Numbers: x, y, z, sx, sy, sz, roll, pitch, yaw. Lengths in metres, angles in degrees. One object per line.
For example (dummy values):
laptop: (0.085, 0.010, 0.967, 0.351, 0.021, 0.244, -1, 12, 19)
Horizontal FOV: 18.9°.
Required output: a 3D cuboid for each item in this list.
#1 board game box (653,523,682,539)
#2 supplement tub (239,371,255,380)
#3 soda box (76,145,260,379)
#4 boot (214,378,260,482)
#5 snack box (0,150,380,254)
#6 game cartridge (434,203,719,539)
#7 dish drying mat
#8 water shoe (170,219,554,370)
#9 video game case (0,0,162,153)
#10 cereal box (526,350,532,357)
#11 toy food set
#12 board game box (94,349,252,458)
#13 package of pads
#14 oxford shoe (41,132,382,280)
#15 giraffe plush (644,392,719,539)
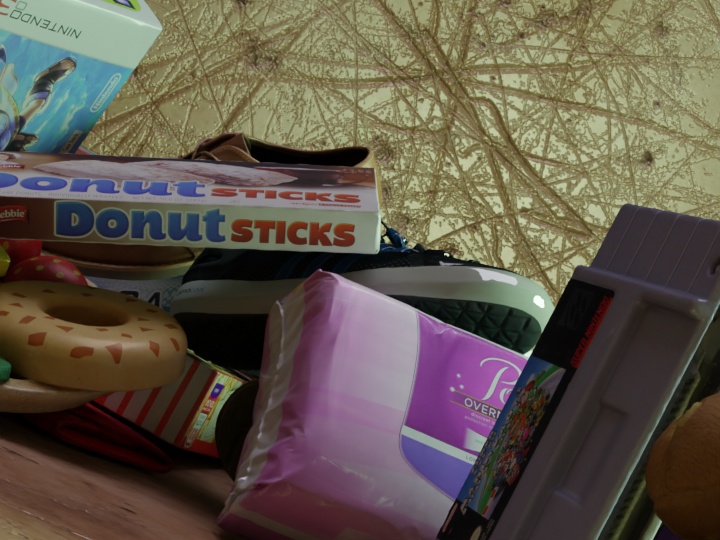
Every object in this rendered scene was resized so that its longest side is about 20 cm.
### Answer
board game box: (0.124, 0.086, 0.863, 0.032, 0.200, 0.120, 26, 0, -28)
supplement tub: (-0.016, 0.070, 1.419, 0.122, 0.123, 0.200, 24, -1, 1)
soda box: (-0.111, -0.007, 1.226, 0.200, 0.068, 0.064, 27, -1, 36)
boot: (-0.015, 0.103, 1.115, 0.175, 0.066, 0.200, 37, -3, -15)
snack box: (-0.091, -0.032, 1.009, 0.200, 0.024, 0.072, 2, 20, -3)
game cartridge: (0.086, 0.070, 0.840, 0.038, 0.200, 0.130, 28, -2, -20)
dish drying mat: (-0.176, 0.052, 1.079, 0.077, 0.018, 0.200, 26, -2, -44)
water shoe: (0.000, 0.000, 1.042, 0.200, 0.079, 0.072, -1, -35, 25)
video game case: (-0.224, -0.078, 1.085, 0.181, 0.200, 0.045, 14, 30, -49)
cereal box: (0.074, 0.096, 1.205, 0.144, 0.040, 0.200, -5, -44, 49)
toy food set: (-0.190, 0.005, 0.994, 0.198, 0.049, 0.200, 10, 21, -34)
board game box: (-0.129, 0.047, 1.178, 0.151, 0.046, 0.200, 28, -3, 12)
package of pads: (0.042, 0.091, 0.975, 0.200, 0.121, 0.076, 23, -33, -16)
oxford shoe: (-0.087, -0.039, 1.128, 0.200, 0.071, 0.071, -5, 32, -12)
giraffe plush: (0.118, 0.102, 0.645, 0.200, 0.162, 0.173, 23, -1, 29)
